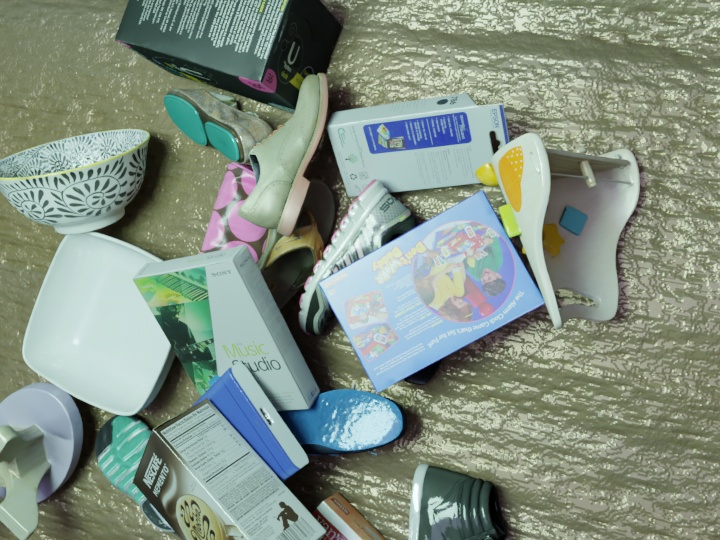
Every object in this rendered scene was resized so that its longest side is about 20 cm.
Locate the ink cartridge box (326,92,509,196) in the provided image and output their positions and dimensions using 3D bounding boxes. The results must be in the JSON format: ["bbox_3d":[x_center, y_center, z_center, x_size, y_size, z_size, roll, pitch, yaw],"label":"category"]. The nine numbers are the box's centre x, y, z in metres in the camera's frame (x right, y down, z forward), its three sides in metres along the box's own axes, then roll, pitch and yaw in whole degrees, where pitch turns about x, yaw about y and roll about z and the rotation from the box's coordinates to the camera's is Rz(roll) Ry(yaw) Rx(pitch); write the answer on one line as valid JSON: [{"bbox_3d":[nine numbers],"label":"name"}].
[{"bbox_3d":[0.070,-0.141,0.942,0.200,0.039,0.100,-3,128,18],"label":"ink cartridge box"}]

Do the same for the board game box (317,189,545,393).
[{"bbox_3d":[0.075,0.023,0.890,0.200,0.045,0.135,-29,84,9],"label":"board game box"}]

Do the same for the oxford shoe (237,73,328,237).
[{"bbox_3d":[-0.084,-0.140,0.941,0.074,0.071,0.200,16,69,-7],"label":"oxford shoe"}]

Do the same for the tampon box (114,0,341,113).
[{"bbox_3d":[-0.152,-0.282,0.994,0.200,0.150,0.126,21,92,19],"label":"tampon box"}]

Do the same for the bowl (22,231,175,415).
[{"bbox_3d":[-0.306,0.064,1.059,0.200,0.075,0.200,22,93,19],"label":"bowl"}]

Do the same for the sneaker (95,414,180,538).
[{"bbox_3d":[-0.258,0.262,1.035,0.074,0.088,0.200,-38,49,-14],"label":"sneaker"}]

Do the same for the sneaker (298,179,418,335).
[{"bbox_3d":[0.000,0.000,0.963,0.087,0.074,0.200,31,103,6],"label":"sneaker"}]

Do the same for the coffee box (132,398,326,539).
[{"bbox_3d":[-0.146,0.254,0.908,0.200,0.080,0.113,43,133,17],"label":"coffee box"}]

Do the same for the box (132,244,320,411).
[{"bbox_3d":[-0.148,0.073,0.932,0.144,0.036,0.200,-10,117,30],"label":"box"}]

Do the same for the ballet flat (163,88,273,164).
[{"bbox_3d":[-0.169,-0.182,1.031,0.067,0.068,0.200,-29,43,-26],"label":"ballet flat"}]

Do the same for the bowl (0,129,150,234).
[{"bbox_3d":[-0.351,-0.104,1.049,0.201,0.201,0.094,-2,114,18],"label":"bowl"}]

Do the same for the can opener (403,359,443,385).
[{"bbox_3d":[0.074,0.029,0.948,0.063,0.079,0.200,34,105,62],"label":"can opener"}]

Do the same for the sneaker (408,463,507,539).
[{"bbox_3d":[0.106,0.314,0.906,0.099,0.071,0.200,-1,81,23],"label":"sneaker"}]

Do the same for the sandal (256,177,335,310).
[{"bbox_3d":[-0.080,-0.014,0.969,0.054,0.080,0.200,10,66,51],"label":"sandal"}]

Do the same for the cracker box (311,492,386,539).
[{"bbox_3d":[-0.048,0.376,0.960,0.134,0.058,0.200,41,98,16],"label":"cracker box"}]

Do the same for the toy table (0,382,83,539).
[{"bbox_3d":[-0.438,0.239,1.037,0.184,0.117,0.200,31,115,11],"label":"toy table"}]

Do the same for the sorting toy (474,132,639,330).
[{"bbox_3d":[0.207,-0.032,0.852,0.107,0.200,0.180,-19,78,42],"label":"sorting toy"}]

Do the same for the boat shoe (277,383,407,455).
[{"bbox_3d":[-0.037,0.174,0.970,0.200,0.069,0.084,-3,72,23],"label":"boat shoe"}]

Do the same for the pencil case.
[{"bbox_3d":[-0.140,-0.026,1.005,0.094,0.091,0.200,13,88,13],"label":"pencil case"}]

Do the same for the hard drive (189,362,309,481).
[{"bbox_3d":[-0.151,0.206,0.965,0.132,0.025,0.200,54,133,9],"label":"hard drive"}]
